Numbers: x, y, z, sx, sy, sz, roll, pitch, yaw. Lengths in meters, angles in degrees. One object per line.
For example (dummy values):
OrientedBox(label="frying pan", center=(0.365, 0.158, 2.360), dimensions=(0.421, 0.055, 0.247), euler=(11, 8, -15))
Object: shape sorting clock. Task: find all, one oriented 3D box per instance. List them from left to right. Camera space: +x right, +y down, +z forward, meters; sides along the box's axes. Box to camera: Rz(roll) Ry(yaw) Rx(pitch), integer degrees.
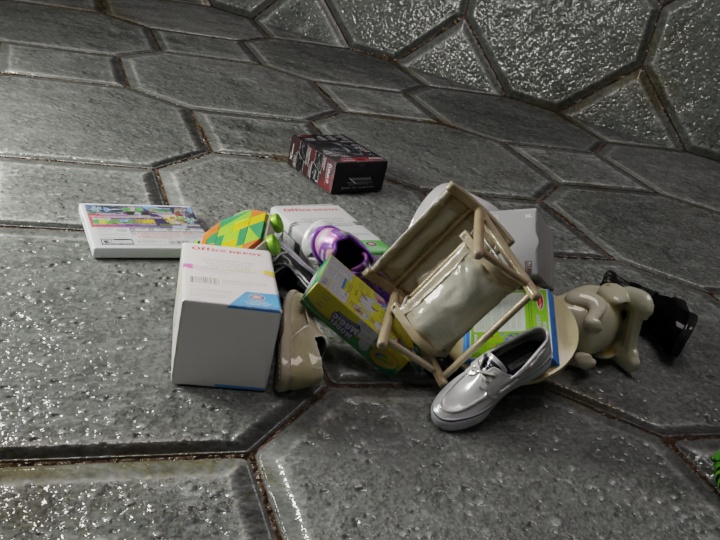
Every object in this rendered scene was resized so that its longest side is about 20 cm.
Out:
OrientedBox(label="shape sorting clock", center=(0.221, 0.091, 1.295), dimensions=(0.199, 0.039, 0.200), euler=(-6, 43, 6))

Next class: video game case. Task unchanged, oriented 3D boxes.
OrientedBox(label="video game case", center=(-0.370, -0.069, 1.506), dimensions=(0.199, 0.023, 0.182), euler=(-1, 27, -25))

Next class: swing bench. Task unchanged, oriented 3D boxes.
OrientedBox(label="swing bench", center=(0.121, 0.017, 1.244), dimensions=(0.130, 0.199, 0.200), euler=(34, 23, -25))

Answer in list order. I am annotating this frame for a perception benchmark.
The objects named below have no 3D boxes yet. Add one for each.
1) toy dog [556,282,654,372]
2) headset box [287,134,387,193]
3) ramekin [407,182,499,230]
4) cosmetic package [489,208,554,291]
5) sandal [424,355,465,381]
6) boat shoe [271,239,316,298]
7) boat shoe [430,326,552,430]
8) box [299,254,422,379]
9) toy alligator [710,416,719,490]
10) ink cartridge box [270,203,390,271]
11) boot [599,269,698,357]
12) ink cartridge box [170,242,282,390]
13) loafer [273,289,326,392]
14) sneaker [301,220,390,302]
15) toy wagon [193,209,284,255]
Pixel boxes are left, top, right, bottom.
OrientedBox(label="toy dog", center=(0.334, 0.075, 1.400), dimensions=(0.199, 0.140, 0.194), euler=(-3, 33, -22))
OrientedBox(label="headset box", center=(-0.047, -0.240, 1.973), dimensions=(0.148, 0.078, 0.200), euler=(-8, 32, -38))
OrientedBox(label="ramekin", center=(0.163, -0.038, 1.481), dimensions=(0.105, 0.201, 0.200), euler=(23, 26, 27))
OrientedBox(label="cosmetic package", center=(0.260, -0.028, 1.411), dimensions=(0.090, 0.107, 0.200), euler=(-2, -11, 22))
OrientedBox(label="sandal", center=(0.192, 0.139, 1.309), dimensions=(0.199, 0.048, 0.075), euler=(-6, 32, -9))
OrientedBox(label="boat shoe", center=(-0.133, 0.005, 1.400), dimensions=(0.199, 0.074, 0.068), euler=(39, 19, 29))
OrientedBox(label="boat shoe", center=(0.175, 0.138, 1.182), dimensions=(0.200, 0.066, 0.074), euler=(-34, 51, -21))
OrientedBox(label="box", center=(0.010, 0.073, 1.276), dimensions=(0.200, 0.048, 0.117), euler=(39, 22, -7))
OrientedBox(label="toy alligator", center=(0.498, 0.263, 1.178), dimensions=(0.054, 0.059, 0.200), euler=(-26, 20, 14))
OrientedBox(label="ink cartridge box", center=(-0.057, -0.038, 1.515), dimensions=(0.145, 0.084, 0.200), euler=(-3, 29, -32))
OrientedBox(label="boot", center=(0.496, 0.074, 1.547), dimensions=(0.157, 0.080, 0.211), euler=(23, 14, 6))
OrientedBox(label="ink cartridge box", center=(-0.188, 0.053, 1.200), dimensions=(0.128, 0.126, 0.200), euler=(7, 25, -14))
OrientedBox(label="loafer", center=(-0.083, 0.101, 1.222), dimensions=(0.068, 0.076, 0.200), euler=(10, 33, -8))
OrientedBox(label="sneaker", center=(0.000, 0.000, 1.373), dimensions=(0.200, 0.081, 0.088), euler=(41, -18, -27))
OrientedBox(label="toy wagon", center=(-0.201, -0.051, 1.417), dimensions=(0.155, 0.040, 0.200), euler=(-18, 31, 12))
